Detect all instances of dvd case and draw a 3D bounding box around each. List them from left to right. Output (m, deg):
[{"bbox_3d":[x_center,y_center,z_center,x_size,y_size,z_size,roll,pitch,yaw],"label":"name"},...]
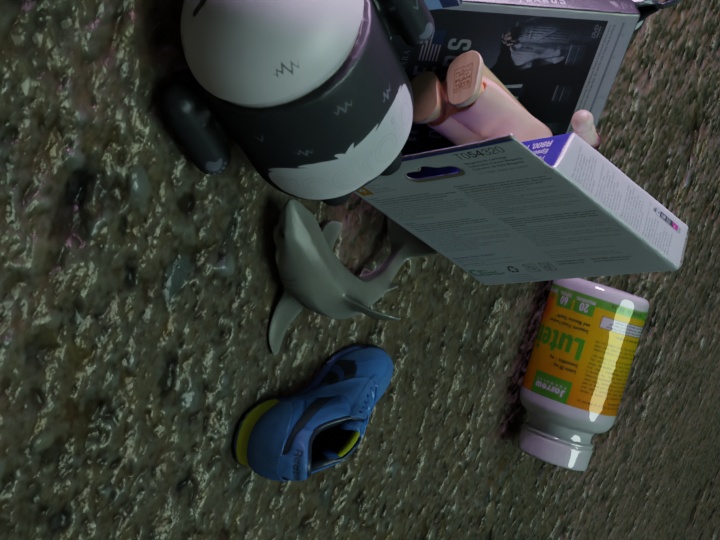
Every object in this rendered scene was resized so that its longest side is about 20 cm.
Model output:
[{"bbox_3d":[0.094,-0.143,0.993,0.197,0.025,0.151,1,135,-15],"label":"dvd case"}]

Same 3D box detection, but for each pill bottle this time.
[{"bbox_3d":[0.242,0.114,1.473,0.111,0.110,0.203,11,96,-61],"label":"pill bottle"}]

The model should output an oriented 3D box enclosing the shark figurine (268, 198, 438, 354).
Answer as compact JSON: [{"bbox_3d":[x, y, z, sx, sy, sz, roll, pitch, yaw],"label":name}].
[{"bbox_3d":[0.007,0.012,1.040,0.213,0.089,0.130,-4,111,-57],"label":"shark figurine"}]

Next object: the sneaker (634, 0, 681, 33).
[{"bbox_3d":[0.233,-0.276,1.209,0.077,0.139,0.203,11,97,-60],"label":"sneaker"}]

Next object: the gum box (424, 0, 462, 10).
[{"bbox_3d":[0.034,-0.306,0.880,0.170,0.044,0.202,54,38,-54],"label":"gum box"}]

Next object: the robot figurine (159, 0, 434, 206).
[{"bbox_3d":[-0.037,-0.127,0.848,0.152,0.123,0.200,-64,151,-19],"label":"robot figurine"}]

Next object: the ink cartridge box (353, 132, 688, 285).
[{"bbox_3d":[0.106,-0.052,0.971,0.199,0.195,0.044,34,65,-35],"label":"ink cartridge box"}]

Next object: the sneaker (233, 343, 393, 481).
[{"bbox_3d":[-0.016,0.120,1.069,0.199,0.078,0.067,-28,127,-53],"label":"sneaker"}]

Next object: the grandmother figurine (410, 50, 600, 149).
[{"bbox_3d":[0.127,-0.093,0.997,0.199,0.120,0.061,32,60,-40],"label":"grandmother figurine"}]
